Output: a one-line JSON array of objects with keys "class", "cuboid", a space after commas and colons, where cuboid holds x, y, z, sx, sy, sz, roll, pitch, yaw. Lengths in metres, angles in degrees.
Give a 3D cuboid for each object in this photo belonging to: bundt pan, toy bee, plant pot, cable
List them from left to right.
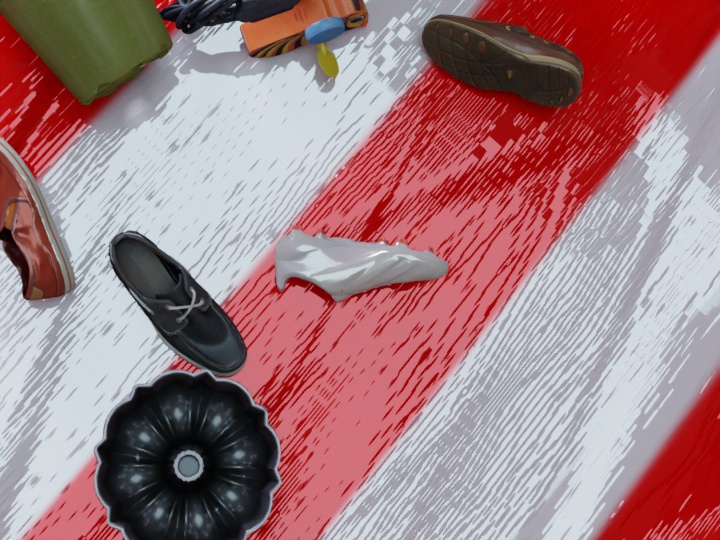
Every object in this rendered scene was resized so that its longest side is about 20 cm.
[{"class": "plant pot", "cuboid": [-0.303, -0.291, 1.339, 0.199, 0.200, 0.191, -36, 101, -12]}, {"class": "bundt pan", "cuboid": [-0.184, 0.209, 1.319, 0.198, 0.076, 0.206, 1, 82, -8]}, {"class": "cable", "cuboid": [-0.135, -0.326, 1.377, 0.197, 0.164, 0.051, -18, 128, 11]}, {"class": "toy bee", "cuboid": [-0.033, -0.288, 1.420, 0.197, 0.109, 0.133, 0, 89, 17]}]

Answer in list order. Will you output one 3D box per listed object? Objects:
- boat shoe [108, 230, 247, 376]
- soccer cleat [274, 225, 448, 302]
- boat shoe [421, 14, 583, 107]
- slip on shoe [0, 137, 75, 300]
[{"class": "boat shoe", "cuboid": [-0.201, 0.038, 1.350, 0.072, 0.068, 0.200, -43, 91, -14]}, {"class": "soccer cleat", "cuboid": [0.000, 0.000, 1.390, 0.196, 0.069, 0.079, 7, 85, 0]}, {"class": "boat shoe", "cuboid": [0.169, -0.256, 1.459, 0.197, 0.073, 0.068, 20, 45, 3]}, {"class": "slip on shoe", "cuboid": [-0.375, -0.060, 1.331, 0.061, 0.074, 0.202, -25, 91, -30]}]
